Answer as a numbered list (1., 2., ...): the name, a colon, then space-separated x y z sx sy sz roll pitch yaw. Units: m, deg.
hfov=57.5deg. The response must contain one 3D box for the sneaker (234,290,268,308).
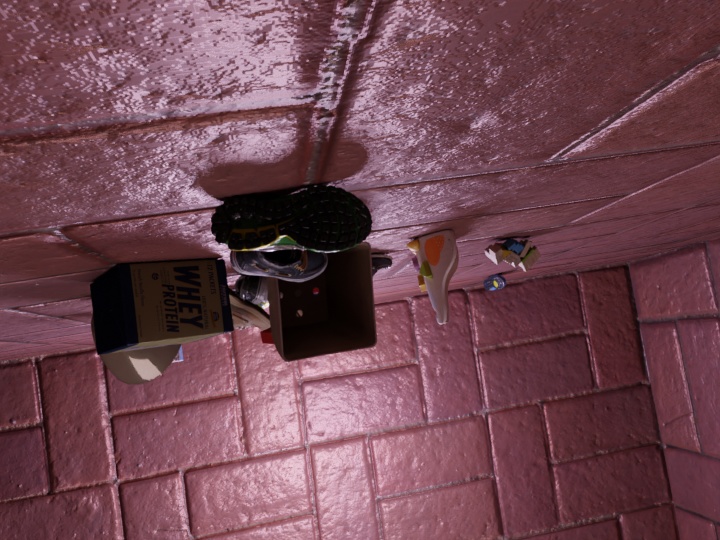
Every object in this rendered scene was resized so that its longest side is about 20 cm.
1. sneaker: -0.277 0.081 1.774 0.197 0.078 0.104 -15 172 38

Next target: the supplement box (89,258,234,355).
1. supplement box: -0.370 0.068 1.216 0.196 0.138 0.198 -4 172 -38

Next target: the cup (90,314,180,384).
1. cup: -0.519 0.133 1.471 0.195 0.205 0.144 -10 148 13

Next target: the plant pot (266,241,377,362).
1. plant pot: -0.097 0.050 1.299 0.195 0.206 0.176 -6 -174 -25

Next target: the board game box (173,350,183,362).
1. board game box: -0.638 0.207 1.977 0.094 0.164 0.199 -11 175 18

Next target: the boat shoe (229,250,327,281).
1. boat shoe: -0.112 -0.020 1.090 0.197 0.073 0.090 0 174 -44

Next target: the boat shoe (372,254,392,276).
1. boat shoe: 0.000 0.000 1.505 0.197 0.065 0.072 -4 172 -44

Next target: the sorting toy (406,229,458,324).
1. sorting toy: 0.168 0.023 1.412 0.104 0.185 0.200 -10 174 9

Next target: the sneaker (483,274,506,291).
1. sneaker: 0.620 0.046 2.946 0.077 0.067 0.200 -20 177 -12

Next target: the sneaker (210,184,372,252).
1. sneaker: -0.082 -0.062 0.816 0.194 0.080 0.085 0 180 -3

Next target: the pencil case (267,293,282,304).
1. pencil case: -0.134 0.039 1.555 0.194 0.091 0.079 -6 147 0

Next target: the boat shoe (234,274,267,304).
1. boat shoe: -0.245 0.032 1.467 0.069 0.074 0.200 18 172 -12

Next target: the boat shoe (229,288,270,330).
1. boat shoe: -0.277 0.100 1.518 0.198 0.066 0.072 35 -179 -26

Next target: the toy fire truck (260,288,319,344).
1. toy fire truck: -0.137 0.071 1.436 0.048 0.145 0.197 -3 -170 45

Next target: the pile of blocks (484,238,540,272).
1. pile of blocks: 0.386 -0.057 1.682 0.197 0.083 0.062 10 -155 -45
